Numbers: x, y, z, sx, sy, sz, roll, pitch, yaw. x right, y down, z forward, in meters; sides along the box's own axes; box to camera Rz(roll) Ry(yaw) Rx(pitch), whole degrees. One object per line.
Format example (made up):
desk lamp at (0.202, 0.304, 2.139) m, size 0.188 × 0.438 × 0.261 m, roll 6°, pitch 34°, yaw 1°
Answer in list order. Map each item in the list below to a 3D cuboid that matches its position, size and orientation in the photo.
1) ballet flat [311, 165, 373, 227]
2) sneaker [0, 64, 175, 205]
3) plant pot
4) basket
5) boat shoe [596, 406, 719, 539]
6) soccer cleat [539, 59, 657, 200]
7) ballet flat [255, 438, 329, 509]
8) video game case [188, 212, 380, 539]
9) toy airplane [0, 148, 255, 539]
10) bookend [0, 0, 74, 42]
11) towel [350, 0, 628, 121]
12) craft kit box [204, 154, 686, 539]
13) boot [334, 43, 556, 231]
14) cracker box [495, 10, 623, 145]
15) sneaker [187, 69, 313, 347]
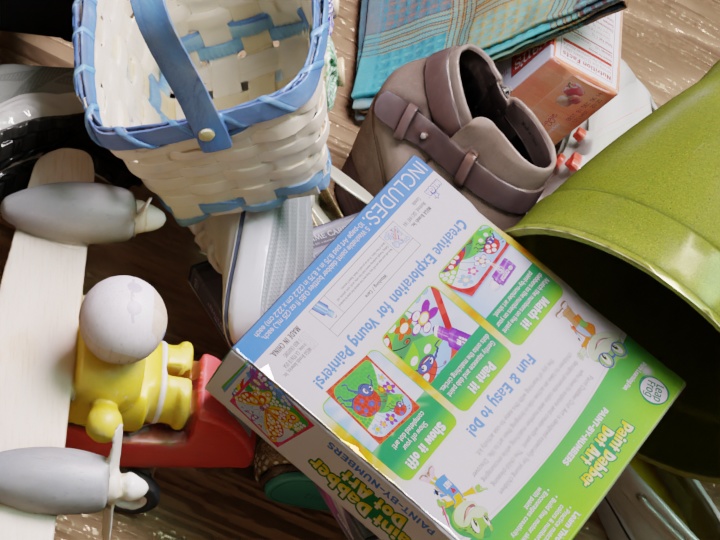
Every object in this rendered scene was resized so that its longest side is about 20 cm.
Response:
ballet flat at (0.000, 0.000, 1.644) m, size 0.200 × 0.065 × 0.071 m, roll 51°, pitch 17°, yaw -1°
sneaker at (-0.167, -0.088, 1.576) m, size 0.079 × 0.074 × 0.200 m, roll 37°, pitch 29°, yaw 28°
plant pot at (0.204, -0.016, 1.609) m, size 0.200 × 0.200 × 0.193 m, roll 44°, pitch 65°, yaw -6°
basket at (-0.085, -0.137, 1.464) m, size 0.200 × 0.139 × 0.177 m, roll 59°, pitch 20°, yaw -50°
boat shoe at (0.161, 0.093, 1.702) m, size 0.075 × 0.086 × 0.202 m, roll -18°, pitch 74°, yaw -44°
soccer cleat at (0.156, -0.065, 1.822) m, size 0.078 × 0.069 × 0.200 m, roll 37°, pitch 42°, yaw -17°
ballet flat at (0.033, 0.110, 1.589) m, size 0.200 × 0.070 × 0.065 m, roll 18°, pitch 58°, yaw -30°
video game case at (0.013, 0.055, 1.550) m, size 0.143 × 0.019 × 0.200 m, roll -18°, pitch 58°, yaw -26°
toy airplane at (-0.156, 0.041, 1.444) m, size 0.199 × 0.141 × 0.200 m, roll -27°, pitch 81°, yaw -45°
bookend at (-0.147, -0.211, 1.602) m, size 0.199 × 0.092 × 0.199 m, roll 6°, pitch 54°, yaw -6°
towel at (0.080, -0.183, 1.748) m, size 0.022 × 0.200 × 0.147 m, roll 42°, pitch 39°, yaw -37°
craft kit box at (0.049, 0.061, 1.488) m, size 0.197 × 0.049 × 0.200 m, roll 39°, pitch 46°, yaw 5°
boot at (0.066, -0.029, 1.665) m, size 0.070 × 0.146 × 0.200 m, roll -27°, pitch 81°, yaw -46°
cracker box at (0.108, -0.163, 1.800) m, size 0.058 × 0.134 × 0.200 m, roll 27°, pitch 49°, yaw -23°
sneaker at (-0.067, -0.032, 1.557) m, size 0.073 × 0.071 × 0.200 m, roll 65°, pitch 22°, yaw -47°
